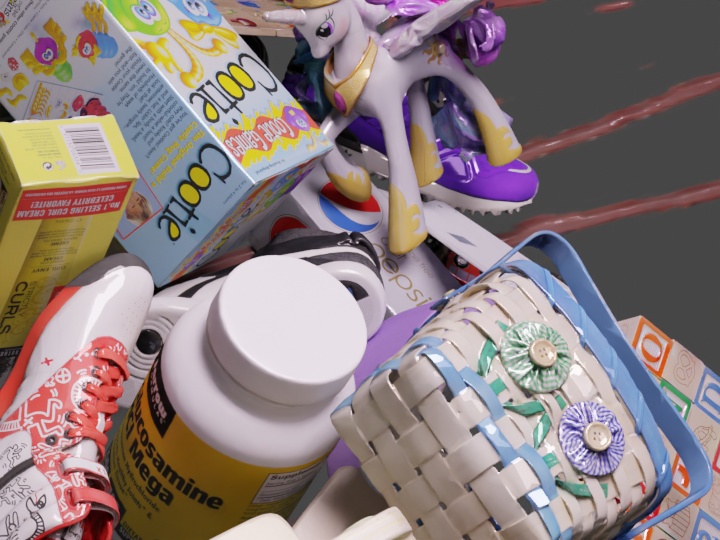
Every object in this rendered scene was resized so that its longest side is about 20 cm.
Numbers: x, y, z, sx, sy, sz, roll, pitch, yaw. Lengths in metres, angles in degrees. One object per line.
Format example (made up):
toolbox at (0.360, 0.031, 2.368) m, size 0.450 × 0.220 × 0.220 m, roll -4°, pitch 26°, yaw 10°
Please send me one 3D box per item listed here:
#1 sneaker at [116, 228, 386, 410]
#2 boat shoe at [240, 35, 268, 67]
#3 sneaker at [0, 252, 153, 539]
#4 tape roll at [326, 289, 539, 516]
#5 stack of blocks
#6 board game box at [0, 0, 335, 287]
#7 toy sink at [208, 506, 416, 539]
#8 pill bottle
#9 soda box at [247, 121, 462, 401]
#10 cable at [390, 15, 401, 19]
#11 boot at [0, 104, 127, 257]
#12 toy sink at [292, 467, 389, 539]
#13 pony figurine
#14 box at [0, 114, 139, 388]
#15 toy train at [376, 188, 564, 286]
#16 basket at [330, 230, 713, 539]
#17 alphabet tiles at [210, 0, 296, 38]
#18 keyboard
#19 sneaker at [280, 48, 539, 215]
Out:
sneaker at (-0.081, 0.027, 1.340) m, size 0.200 × 0.073 × 0.112 m, roll -12°, pitch 19°, yaw 4°
boat shoe at (-0.109, -0.112, 1.454) m, size 0.073 × 0.063 × 0.200 m, roll 34°, pitch 46°, yaw 1°
sneaker at (-0.156, 0.092, 1.189) m, size 0.108 × 0.067 × 0.201 m, roll 33°, pitch 78°, yaw 34°
tape roll at (0.078, 0.113, 1.305) m, size 0.200 × 0.066 × 0.200 m, roll 11°, pitch 72°, yaw -36°
stack of blocks at (0.159, 0.143, 1.280) m, size 0.115 × 0.059 × 0.200 m, roll 36°, pitch 58°, yaw -25°
board game box at (-0.132, -0.107, 1.310) m, size 0.200 × 0.105 × 0.103 m, roll 50°, pitch 31°, yaw 7°
toy sink at (-0.020, 0.198, 1.039) m, size 0.130 × 0.112 × 0.200 m, roll -24°, pitch 68°, yaw -34°
pill bottle at (-0.071, 0.084, 1.215) m, size 0.112 × 0.200 × 0.113 m, roll 14°, pitch 48°, yaw -16°
soda box at (0.000, 0.000, 1.412) m, size 0.064 × 0.068 × 0.200 m, roll -27°, pitch 69°, yaw -39°
cable at (-0.008, -0.221, 1.560) m, size 0.200 × 0.051 × 0.163 m, roll 17°, pitch 10°, yaw -29°
boot at (-0.224, -0.047, 1.355) m, size 0.131 × 0.068 × 0.200 m, roll -28°, pitch 68°, yaw -28°
toy sink at (-0.023, 0.230, 1.171) m, size 0.130 × 0.112 × 0.200 m, roll 35°, pitch 50°, yaw 3°
pony figurine at (0.032, -0.142, 1.365) m, size 0.166 × 0.200 × 0.193 m, roll 13°, pitch 45°, yaw 47°
box at (-0.191, -0.004, 1.227) m, size 0.075 × 0.200 × 0.050 m, roll -6°, pitch 53°, yaw -32°
toy train at (0.073, 0.001, 1.475) m, size 0.200 × 0.034 × 0.046 m, roll 26°, pitch 57°, yaw -6°
basket at (0.098, 0.081, 1.168) m, size 0.176 × 0.139 × 0.200 m, roll 55°, pitch 38°, yaw 5°
alphabet tiles at (-0.081, -0.185, 1.489) m, size 0.167 × 0.008 × 0.200 m, roll 1°, pitch 18°, yaw -27°
keyboard at (0.071, -0.017, 1.380) m, size 0.056 × 0.011 × 0.200 m, roll 9°, pitch 14°, yaw -26°
sneaker at (0.042, -0.110, 1.490) m, size 0.200 × 0.100 × 0.070 m, roll 20°, pitch 17°, yaw -10°
